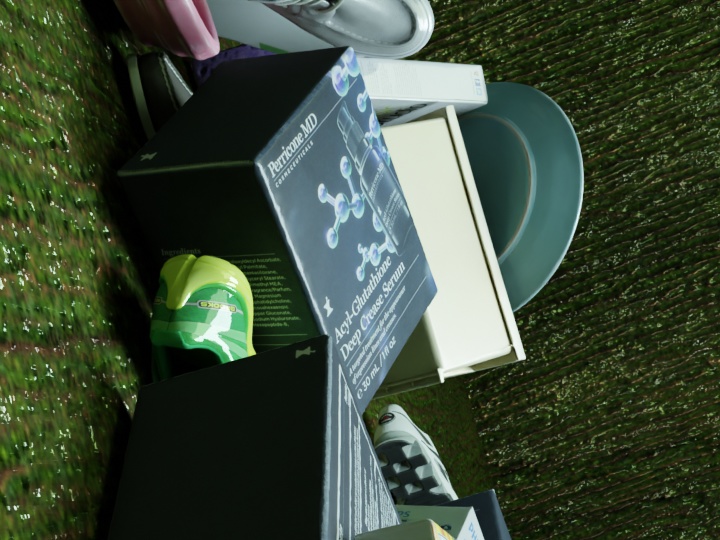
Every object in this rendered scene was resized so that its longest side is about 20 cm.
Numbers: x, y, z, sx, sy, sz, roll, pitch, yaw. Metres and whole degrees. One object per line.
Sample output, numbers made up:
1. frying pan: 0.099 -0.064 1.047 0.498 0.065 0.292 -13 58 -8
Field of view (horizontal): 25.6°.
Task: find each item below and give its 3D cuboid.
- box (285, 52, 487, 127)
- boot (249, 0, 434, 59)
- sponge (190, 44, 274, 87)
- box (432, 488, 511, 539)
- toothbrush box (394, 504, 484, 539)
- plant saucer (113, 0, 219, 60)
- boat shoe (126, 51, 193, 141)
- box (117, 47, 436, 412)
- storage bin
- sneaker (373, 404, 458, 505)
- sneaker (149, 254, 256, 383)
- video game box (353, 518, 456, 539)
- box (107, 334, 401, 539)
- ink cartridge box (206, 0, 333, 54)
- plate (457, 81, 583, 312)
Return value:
1. box: -0.021 -0.126 1.228 0.200 0.144 0.036 -2 78 -41
2. boot: -0.040 -0.197 1.109 0.096 0.200 0.074 -90 -155 -69
3. sponge: -0.061 -0.098 1.344 0.030 0.111 0.200 -137 -151 -82
4. box: 0.061 0.295 1.258 0.200 0.148 0.107 -96 168 -52
5. toothbrush box: 0.023 0.268 1.001 0.200 0.086 0.146 -59 137 -49
6. plant saucer: -0.158 -0.234 1.092 0.201 0.051 0.201 -23 90 -89
7. boat shoe: -0.110 -0.084 1.147 0.201 0.060 0.072 66 11 -45
8. box: -0.048 -0.022 1.044 0.149 0.107 0.200 -56 134 -46
9. storage bin: 0.000 0.000 1.234 0.094 0.198 0.200 -14 87 -45
10. sneaker: 0.067 0.229 1.745 0.089 0.074 0.200 -93 165 -55
11. sneaker: -0.090 0.079 0.968 0.200 0.074 0.084 71 32 -43
12. video game box: 0.054 0.237 0.788 0.182 0.047 0.200 57 20 -69
13. box: -0.041 0.176 0.831 0.200 0.123 0.199 -90 164 -61
14. ink cartridge box: -0.082 -0.264 1.291 0.084 0.146 0.200 -60 -150 29
15. plate: 0.088 -0.056 1.251 0.026 0.200 0.201 18 50 -45
